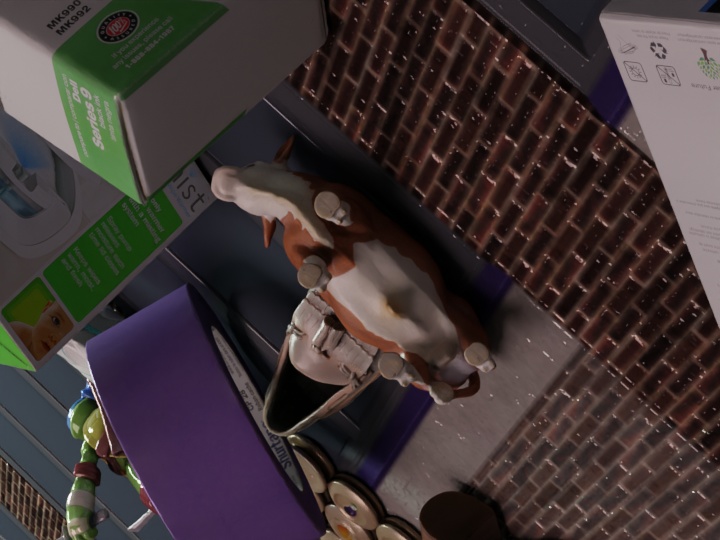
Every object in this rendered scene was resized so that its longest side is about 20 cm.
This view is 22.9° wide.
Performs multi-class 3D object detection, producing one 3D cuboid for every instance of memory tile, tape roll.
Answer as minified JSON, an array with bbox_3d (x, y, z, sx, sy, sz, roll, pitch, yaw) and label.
[{"bbox_3d":[0.009,0.218,1.392,0.200,0.017,0.154,40,154,14],"label":"memory tile"},{"bbox_3d":[-0.107,0.116,1.242,0.201,0.084,0.200,60,180,1],"label":"tape roll"}]

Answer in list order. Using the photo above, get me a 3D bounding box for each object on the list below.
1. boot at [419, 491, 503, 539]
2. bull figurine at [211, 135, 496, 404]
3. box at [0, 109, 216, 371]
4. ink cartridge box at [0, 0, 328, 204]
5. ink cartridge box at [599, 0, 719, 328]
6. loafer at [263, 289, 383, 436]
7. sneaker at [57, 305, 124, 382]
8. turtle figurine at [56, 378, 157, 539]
[{"bbox_3d":[0.124,0.246,1.197,0.200,0.073,0.156,38,155,44],"label":"boot"},{"bbox_3d":[0.000,0.000,1.008,0.200,0.065,0.121,40,-173,-5],"label":"bull figurine"},{"bbox_3d":[-0.220,-0.071,1.129,0.096,0.176,0.201,7,135,53],"label":"box"},{"bbox_3d":[-0.139,-0.148,0.925,0.199,0.146,0.084,32,152,26],"label":"ink cartridge box"},{"bbox_3d":[0.176,-0.030,0.744,0.099,0.039,0.201,15,140,47],"label":"ink cartridge box"},{"bbox_3d":[-0.021,0.057,1.145,0.072,0.063,0.200,42,155,9],"label":"loafer"},{"bbox_3d":[-0.226,0.054,1.451,0.200,0.070,0.081,36,156,19],"label":"sneaker"},{"bbox_3d":[-0.177,0.194,1.502,0.193,0.202,0.143,14,175,42],"label":"turtle figurine"}]
